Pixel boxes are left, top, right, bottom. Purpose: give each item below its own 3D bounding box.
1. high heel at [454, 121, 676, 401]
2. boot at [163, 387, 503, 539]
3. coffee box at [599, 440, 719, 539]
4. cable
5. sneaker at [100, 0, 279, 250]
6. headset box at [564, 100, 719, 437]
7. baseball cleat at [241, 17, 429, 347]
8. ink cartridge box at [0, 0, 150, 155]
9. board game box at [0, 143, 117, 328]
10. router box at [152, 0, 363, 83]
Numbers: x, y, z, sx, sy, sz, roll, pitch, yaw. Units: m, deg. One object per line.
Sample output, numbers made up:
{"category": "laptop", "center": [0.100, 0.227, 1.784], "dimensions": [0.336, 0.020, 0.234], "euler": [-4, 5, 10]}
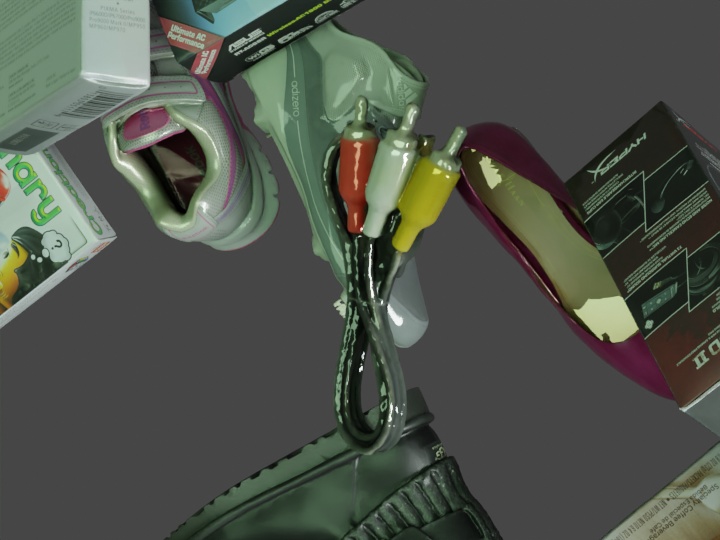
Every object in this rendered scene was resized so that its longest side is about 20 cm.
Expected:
{"category": "high heel", "center": [0.120, 0.000, 1.376], "dimensions": [0.067, 0.096, 0.200], "euler": [-45, 83, 17]}
{"category": "boot", "center": [-0.011, 0.182, 1.432], "dimensions": [0.211, 0.079, 0.158], "euler": [-30, 84, 24]}
{"category": "coffee box", "center": [0.219, 0.209, 1.348], "dimensions": [0.114, 0.080, 0.200], "euler": [-36, 80, -24]}
{"category": "cable", "center": [0.000, 0.000, 1.363], "dimensions": [0.097, 0.050, 0.201], "euler": [20, 99, 32]}
{"category": "sneaker", "center": [-0.116, -0.104, 1.440], "dimensions": [0.081, 0.088, 0.200], "euler": [-27, 88, 18]}
{"category": "headset box", "center": [0.207, 0.027, 1.277], "dimensions": [0.077, 0.149, 0.200], "euler": [-40, 43, 19]}
{"category": "baseball cleat", "center": [0.007, -0.058, 1.419], "dimensions": [0.106, 0.070, 0.200], "euler": [-29, 89, 19]}
{"category": "ink cartridge box", "center": [-0.177, -0.183, 1.425], "dimensions": [0.162, 0.057, 0.201], "euler": [-21, 63, 57]}
{"category": "board game box", "center": [-0.258, -0.065, 1.517], "dimensions": [0.126, 0.035, 0.200], "euler": [-37, 85, 17]}
{"category": "router box", "center": [-0.066, -0.230, 1.400], "dimensions": [0.150, 0.062, 0.200], "euler": [-29, 74, 18]}
